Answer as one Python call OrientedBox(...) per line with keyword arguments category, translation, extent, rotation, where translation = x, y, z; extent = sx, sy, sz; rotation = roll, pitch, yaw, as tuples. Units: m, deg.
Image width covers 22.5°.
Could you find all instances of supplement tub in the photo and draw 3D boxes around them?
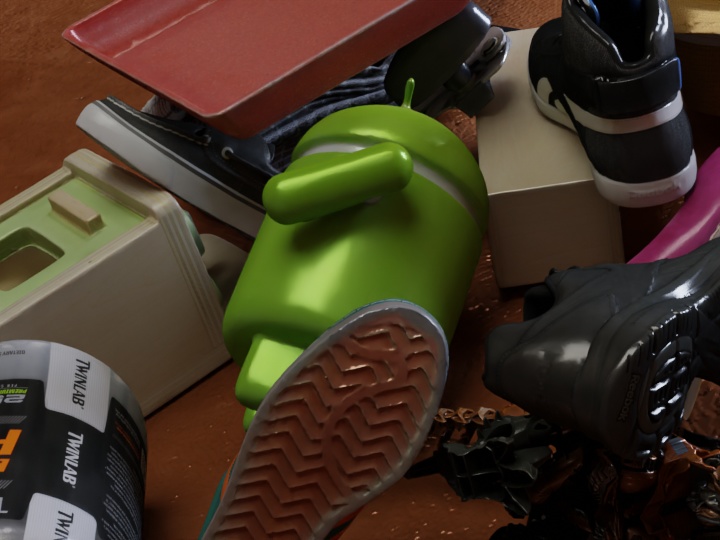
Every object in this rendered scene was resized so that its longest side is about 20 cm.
OrientedBox(category="supplement tub", translation=(-0.165, 0.134, 0.866), extent=(0.122, 0.123, 0.200), rotation=(-17, 31, 5))

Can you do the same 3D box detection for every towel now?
OrientedBox(category="towel", translation=(-0.036, -0.118, 1.172), extent=(0.199, 0.086, 0.166), rotation=(-28, 3, -15))

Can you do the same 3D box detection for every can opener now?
OrientedBox(category="can opener", translation=(0.008, -0.085, 1.091), extent=(0.200, 0.067, 0.053), rotation=(-40, 25, 20))

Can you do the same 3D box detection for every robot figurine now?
OrientedBox(category="robot figurine", translation=(0.000, 0.000, 0.956), extent=(0.115, 0.176, 0.201), rotation=(15, 64, 12))

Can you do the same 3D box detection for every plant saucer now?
OrientedBox(category="plant saucer", translation=(-0.047, -0.148, 1.056), extent=(0.200, 0.037, 0.199), rotation=(-33, 35, -19))

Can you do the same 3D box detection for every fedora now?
OrientedBox(category="fedora", translation=(0.242, -0.143, 1.094), extent=(0.199, 0.082, 0.201), rotation=(-3, 22, 1))

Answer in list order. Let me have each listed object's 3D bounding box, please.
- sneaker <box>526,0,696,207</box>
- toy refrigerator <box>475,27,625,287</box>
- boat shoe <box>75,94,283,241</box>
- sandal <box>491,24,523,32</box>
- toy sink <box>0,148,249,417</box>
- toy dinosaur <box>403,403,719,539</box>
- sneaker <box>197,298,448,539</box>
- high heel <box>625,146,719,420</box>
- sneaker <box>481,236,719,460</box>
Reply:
OrientedBox(category="sneaker", translation=(0.135, -0.128, 0.993), extent=(0.073, 0.112, 0.200), rotation=(-14, 31, -4))
OrientedBox(category="toy refrigerator", translation=(0.110, -0.071, 1.086), extent=(0.075, 0.070, 0.200), rotation=(-8, 33, 6))
OrientedBox(category="boat shoe", translation=(-0.068, -0.053, 1.054), extent=(0.057, 0.199, 0.069), rotation=(-61, 11, -2))
OrientedBox(category="sandal", translation=(0.050, -0.169, 1.296), extent=(0.200, 0.043, 0.076), rotation=(13, 44, 43))
OrientedBox(category="toy sink", translation=(-0.155, 0.008, 1.067), extent=(0.200, 0.112, 0.130), rotation=(-33, 33, -21))
OrientedBox(category="toy dinosaur", translation=(0.094, 0.100, 0.828), extent=(0.199, 0.103, 0.135), rotation=(-13, 11, 47))
OrientedBox(category="sneaker", translation=(-0.026, 0.089, 0.826), extent=(0.200, 0.071, 0.080), rotation=(-56, 6, 18))
OrientedBox(category="high heel", translation=(0.148, -0.002, 0.955), extent=(0.095, 0.068, 0.201), rotation=(8, 53, 23))
OrientedBox(category="sneaker", translation=(0.125, 0.021, 0.819), extent=(0.090, 0.076, 0.200), rotation=(14, 17, 30))
